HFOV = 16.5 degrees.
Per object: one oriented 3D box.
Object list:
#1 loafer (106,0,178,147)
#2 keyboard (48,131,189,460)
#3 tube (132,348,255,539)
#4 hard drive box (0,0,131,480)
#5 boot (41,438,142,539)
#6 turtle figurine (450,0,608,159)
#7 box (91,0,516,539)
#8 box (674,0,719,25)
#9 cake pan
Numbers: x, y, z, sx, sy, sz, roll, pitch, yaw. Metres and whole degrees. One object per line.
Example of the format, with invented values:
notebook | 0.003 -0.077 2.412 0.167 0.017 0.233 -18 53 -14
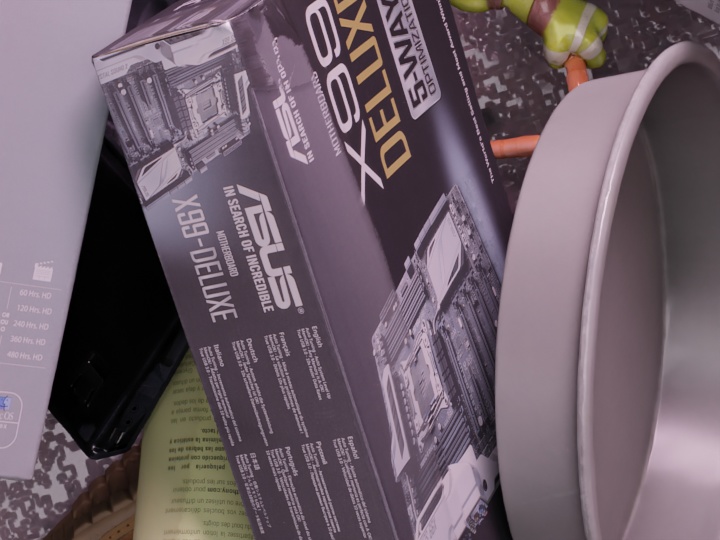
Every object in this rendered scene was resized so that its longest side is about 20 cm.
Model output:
loafer | -0.064 -0.097 0.828 0.072 0.063 0.201 27 109 30
keyboard | -0.118 -0.020 0.823 0.200 0.040 0.104 47 111 32
tube | -0.042 0.068 0.780 0.058 0.052 0.201 -13 60 20
hard drive box | -0.145 -0.054 0.751 0.076 0.155 0.202 8 97 -37
boot | -0.045 0.146 0.869 0.200 0.072 0.167 -40 101 8
turtle figurine | 0.012 -0.137 0.858 0.199 0.064 0.162 25 77 23
box | 0.000 0.000 0.769 0.049 0.158 0.201 -11 105 25
box | 0.146 -0.167 0.829 0.110 0.035 0.200 31 60 15
cake pan | 0.090 0.025 0.818 0.036 0.200 0.202 3 91 23
